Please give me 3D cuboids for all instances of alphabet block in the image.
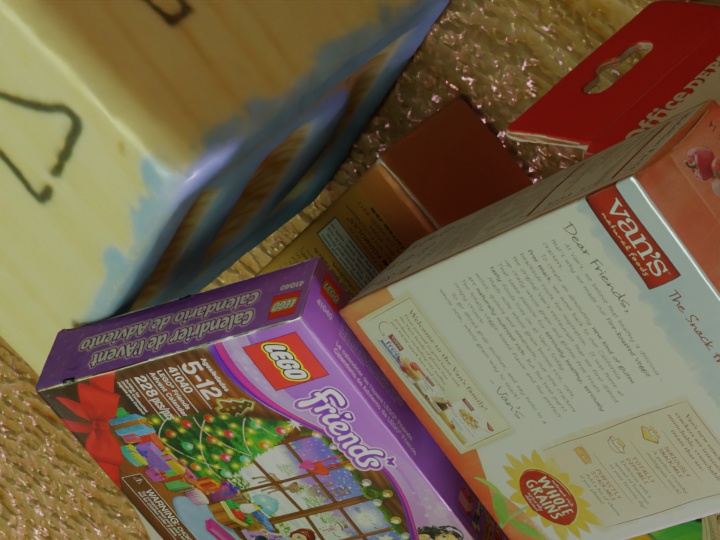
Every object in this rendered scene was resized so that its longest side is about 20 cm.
[{"bbox_3d":[-0.112,-0.104,1.273,0.200,0.196,0.195,45,140,7],"label":"alphabet block"}]

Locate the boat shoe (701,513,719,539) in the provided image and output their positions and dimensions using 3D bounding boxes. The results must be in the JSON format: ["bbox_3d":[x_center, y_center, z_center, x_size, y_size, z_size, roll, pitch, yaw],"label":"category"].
[{"bbox_3d":[0.164,0.066,1.169,0.065,0.071,0.200,109,154,-60],"label":"boat shoe"}]

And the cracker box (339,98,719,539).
[{"bbox_3d":[0.097,0.029,1.097,0.134,0.058,0.200,54,146,-8],"label":"cracker box"}]

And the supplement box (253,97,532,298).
[{"bbox_3d":[0.000,0.000,1.349,0.069,0.067,0.200,49,141,3],"label":"supplement box"}]

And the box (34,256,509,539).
[{"bbox_3d":[-0.026,0.089,1.232,0.137,0.039,0.200,-16,128,30],"label":"box"}]

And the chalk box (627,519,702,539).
[{"bbox_3d":[0.144,0.171,1.246,0.124,0.200,0.124,19,171,24],"label":"chalk box"}]

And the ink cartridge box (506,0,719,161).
[{"bbox_3d":[0.169,-0.039,1.107,0.200,0.116,0.067,14,131,39],"label":"ink cartridge box"}]

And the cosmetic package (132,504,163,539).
[{"bbox_3d":[0.007,0.094,1.327,0.200,0.087,0.103,-1,143,17],"label":"cosmetic package"}]
